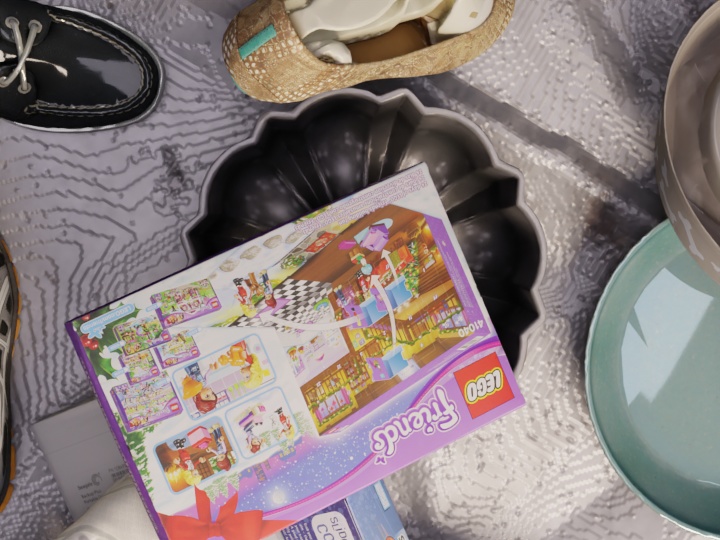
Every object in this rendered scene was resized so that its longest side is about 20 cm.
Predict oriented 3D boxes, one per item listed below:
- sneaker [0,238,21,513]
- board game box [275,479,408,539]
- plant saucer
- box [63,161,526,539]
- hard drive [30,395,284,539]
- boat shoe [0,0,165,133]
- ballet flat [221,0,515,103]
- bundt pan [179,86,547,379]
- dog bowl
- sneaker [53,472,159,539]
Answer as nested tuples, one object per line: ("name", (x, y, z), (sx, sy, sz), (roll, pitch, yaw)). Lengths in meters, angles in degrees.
("sneaker", (-0.228, 0.049, 0.868), (0.078, 0.077, 0.202), (-8, 93, 0))
("board game box", (-0.008, 0.220, 0.870), (0.135, 0.034, 0.201), (-18, 97, 38))
("plant saucer", (0.224, 0.054, 0.907), (0.198, 0.036, 0.202), (0, 93, -3))
("box", (-0.031, 0.047, 0.794), (0.199, 0.039, 0.138), (-24, 94, -16))
("hard drive", (-0.095, 0.157, 0.868), (0.131, 0.027, 0.201), (-22, 93, 38))
("boat shoe", (-0.207, -0.120, 0.865), (0.198, 0.060, 0.076), (9, 93, -3))
("ballet flat", (0.021, -0.136, 0.826), (0.199, 0.065, 0.071), (-26, 87, -34))
("bundt pan", (0.000, 0.000, 0.873), (0.200, 0.076, 0.204), (0, 94, -3))
("dog bowl", (0.253, -0.063, 0.861), (0.198, 0.059, 0.202), (3, 72, -8))
("sneaker", (-0.152, 0.172, 0.838), (0.200, 0.081, 0.075), (-39, 82, 27))
